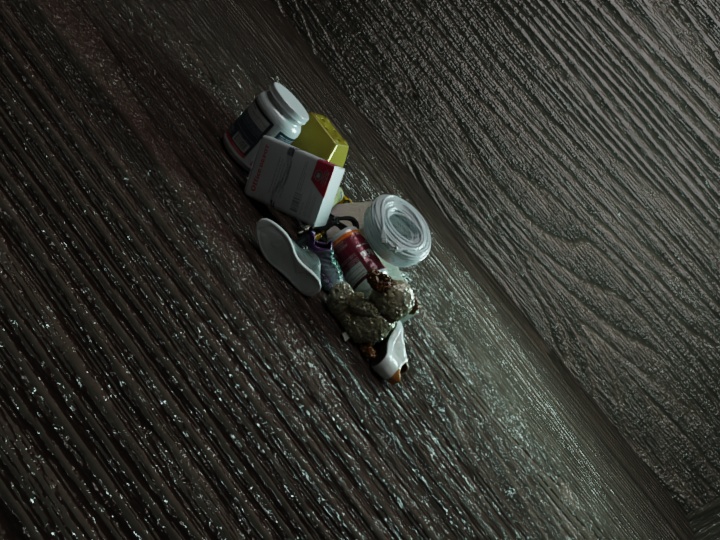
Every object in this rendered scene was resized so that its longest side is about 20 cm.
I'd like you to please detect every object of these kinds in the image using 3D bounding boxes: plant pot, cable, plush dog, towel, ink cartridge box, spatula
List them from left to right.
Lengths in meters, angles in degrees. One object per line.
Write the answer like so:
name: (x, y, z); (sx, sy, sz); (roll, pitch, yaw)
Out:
ink cartridge box: (-0.156, -0.210, 1.542); (0.196, 0.148, 0.083); (25, 13, 14)
spatula: (-0.154, -0.129, 1.693); (0.200, 0.021, 0.056); (45, -7, -30)
plant pot: (-0.148, -0.324, 1.821); (0.197, 0.200, 0.194); (50, 17, 6)
cable: (-0.086, -0.127, 1.698); (0.198, 0.050, 0.100); (-14, 92, -51)
towel: (-0.003, -0.130, 1.823); (0.193, 0.194, 0.033); (-99, -174, -51)
plush dog: (0.045, 0.088, 1.484); (0.199, 0.171, 0.162); (32, 22, -44)
cable: (0.097, -0.102, 1.707); (0.197, 0.069, 0.204); (15, 48, -36)

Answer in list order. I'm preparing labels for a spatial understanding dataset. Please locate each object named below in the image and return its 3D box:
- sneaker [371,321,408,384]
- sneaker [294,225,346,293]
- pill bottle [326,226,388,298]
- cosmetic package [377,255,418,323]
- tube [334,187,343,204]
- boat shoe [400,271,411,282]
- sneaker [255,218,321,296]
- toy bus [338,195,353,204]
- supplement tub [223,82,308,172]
sneaker: (0.075, 0.194, 1.532); (0.085, 0.072, 0.201); (48, 28, -14)
sneaker: (-0.074, -0.013, 1.545); (0.199, 0.087, 0.075); (42, 18, -23)
pill bottle: (0.000, 0.000, 1.658); (0.202, 0.114, 0.114); (54, 18, 15)
cosmetic package: (0.068, 0.040, 1.755); (0.103, 0.072, 0.204); (9, 54, -57)
tube: (-0.088, -0.204, 1.798); (0.057, 0.053, 0.200); (19, 12, 4)
boat shoe: (0.111, 0.037, 1.905); (0.074, 0.086, 0.204); (37, 22, -32)
sneaker: (-0.157, -0.040, 1.438); (0.201, 0.070, 0.100); (51, 14, -18)
toy bus: (-0.030, -0.142, 1.939); (0.065, 0.078, 0.202); (32, 25, -44)
supplement tub: (-0.239, -0.357, 1.659); (0.140, 0.199, 0.141); (43, 18, -17)
